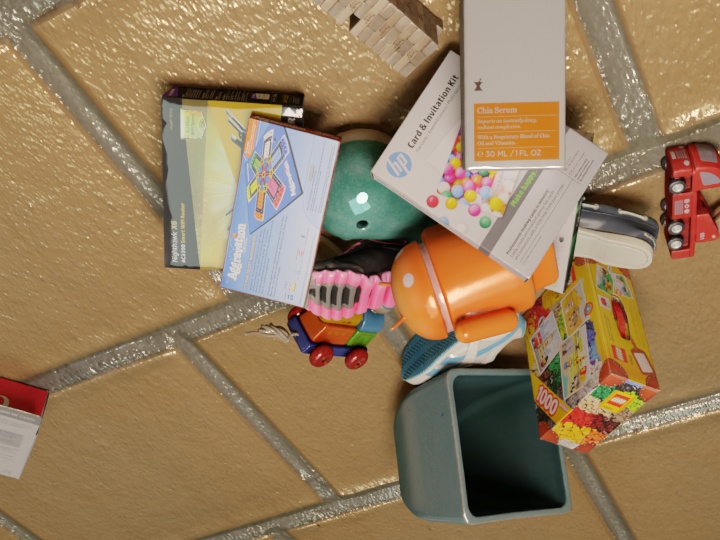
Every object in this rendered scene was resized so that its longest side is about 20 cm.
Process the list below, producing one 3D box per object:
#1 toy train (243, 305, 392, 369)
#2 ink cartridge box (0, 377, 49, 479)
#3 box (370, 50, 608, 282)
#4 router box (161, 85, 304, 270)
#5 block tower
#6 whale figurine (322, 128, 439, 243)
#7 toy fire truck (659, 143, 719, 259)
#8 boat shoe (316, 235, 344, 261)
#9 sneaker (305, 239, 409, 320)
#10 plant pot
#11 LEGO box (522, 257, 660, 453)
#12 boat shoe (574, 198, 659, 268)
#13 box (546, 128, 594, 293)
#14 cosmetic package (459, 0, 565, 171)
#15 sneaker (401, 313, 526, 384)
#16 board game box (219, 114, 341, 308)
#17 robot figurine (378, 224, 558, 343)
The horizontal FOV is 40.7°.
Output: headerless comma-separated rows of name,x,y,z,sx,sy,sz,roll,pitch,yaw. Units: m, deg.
toy train,-0.043,0.055,1.237,0.198,0.085,0.116,11,128,-49
ink cartridge box,-0.570,0.205,1.424,0.197,0.085,0.176,20,132,-19
box,0.134,-0.109,1.017,0.198,0.157,0.041,34,176,8
router box,-0.143,-0.100,1.097,0.154,0.052,0.204,3,115,-2
block tower,-0.003,-0.275,0.964,0.198,0.059,0.054,32,128,-29
whale figurine,0.027,-0.074,1.129,0.198,0.105,0.159,30,127,-31
toy fire truck,0.435,-0.070,1.169,0.138,0.049,0.202,-8,133,8
boat shoe,-0.108,-0.019,1.213,0.197,0.063,0.074,18,133,-17
sneaker,0.000,0.000,1.192,0.196,0.096,0.080,-2,136,-27
plant pot,0.151,0.255,1.376,0.193,0.200,0.199,3,163,-33
LEGO box,0.286,0.103,1.234,0.076,0.202,0.150,19,132,-19
boat shoe,0.258,-0.060,1.165,0.196,0.063,0.075,14,150,18
box,0.183,-0.078,1.120,0.142,0.036,0.203,15,130,18
cosmetic package,0.148,-0.200,0.949,0.099,0.071,0.205,-2,96,3
sneaker,0.136,0.106,1.328,0.080,0.077,0.199,32,129,-30
board game box,-0.090,-0.062,1.070,0.101,0.020,0.203,13,114,-2
robot figurine,0.119,0.007,1.080,0.197,0.146,0.117,-19,174,3
